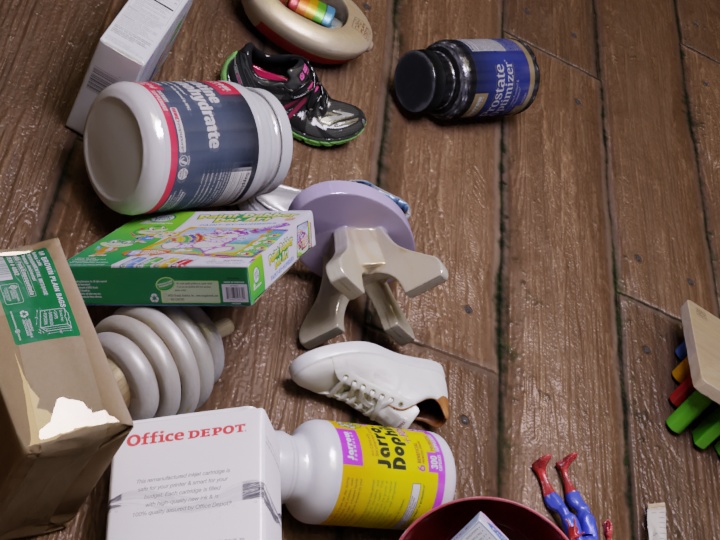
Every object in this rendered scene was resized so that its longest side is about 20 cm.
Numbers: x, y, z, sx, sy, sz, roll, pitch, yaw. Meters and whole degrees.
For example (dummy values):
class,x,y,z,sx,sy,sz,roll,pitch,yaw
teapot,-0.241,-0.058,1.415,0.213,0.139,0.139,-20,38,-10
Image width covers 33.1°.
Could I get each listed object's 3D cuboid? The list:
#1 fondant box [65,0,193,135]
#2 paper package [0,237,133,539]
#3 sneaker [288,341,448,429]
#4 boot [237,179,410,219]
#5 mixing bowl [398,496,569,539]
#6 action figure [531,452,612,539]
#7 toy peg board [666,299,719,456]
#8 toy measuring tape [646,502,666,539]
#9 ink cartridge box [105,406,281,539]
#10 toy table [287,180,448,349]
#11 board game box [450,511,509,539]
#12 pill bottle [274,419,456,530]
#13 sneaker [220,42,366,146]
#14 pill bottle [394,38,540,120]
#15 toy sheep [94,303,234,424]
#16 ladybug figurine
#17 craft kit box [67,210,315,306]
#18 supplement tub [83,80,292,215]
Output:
class,x,y,z,sx,sy,sz,roll,pitch,yaw
fondant box,-0.258,-0.257,1.399,0.058,0.144,0.200,29,45,-8
paper package,-0.299,0.105,1.053,0.103,0.191,0.200,-8,60,-38
sneaker,0.018,0.133,1.328,0.199,0.073,0.085,10,49,-30
boot,-0.040,-0.082,1.442,0.199,0.096,0.074,16,49,-23
mixing bowl,0.126,0.311,1.202,0.200,0.200,0.108,44,8,4
action figure,0.254,0.304,1.375,0.065,0.052,0.201,5,56,-36
toy peg board,0.496,0.171,1.625,0.200,0.098,0.199,32,29,-10
toy measuring tape,0.350,0.352,1.399,0.073,0.074,0.200,34,27,-7
ink cartridge box,-0.146,0.234,1.080,0.145,0.084,0.201,-8,55,7
toy table,0.000,0.000,1.360,0.200,0.184,0.117,28,36,-46
board game box,0.112,0.367,1.131,0.200,0.200,0.041,46,8,5
pill bottle,-0.010,0.207,1.229,0.199,0.104,0.105,10,52,-28
sneaker,-0.079,-0.223,1.536,0.199,0.084,0.077,22,47,-18
pill bottle,0.149,-0.270,1.707,0.199,0.112,0.112,-10,63,-38
toy sheep,-0.199,0.090,1.173,0.138,0.138,0.200,47,44,7
ladybug figurine,-0.076,-0.340,1.639,0.199,0.072,0.136,28,46,-13
craft kit box,-0.168,-0.015,1.216,0.199,0.049,0.198,0,15,15
supplement tub,-0.188,-0.137,1.327,0.200,0.140,0.141,-10,62,-45
